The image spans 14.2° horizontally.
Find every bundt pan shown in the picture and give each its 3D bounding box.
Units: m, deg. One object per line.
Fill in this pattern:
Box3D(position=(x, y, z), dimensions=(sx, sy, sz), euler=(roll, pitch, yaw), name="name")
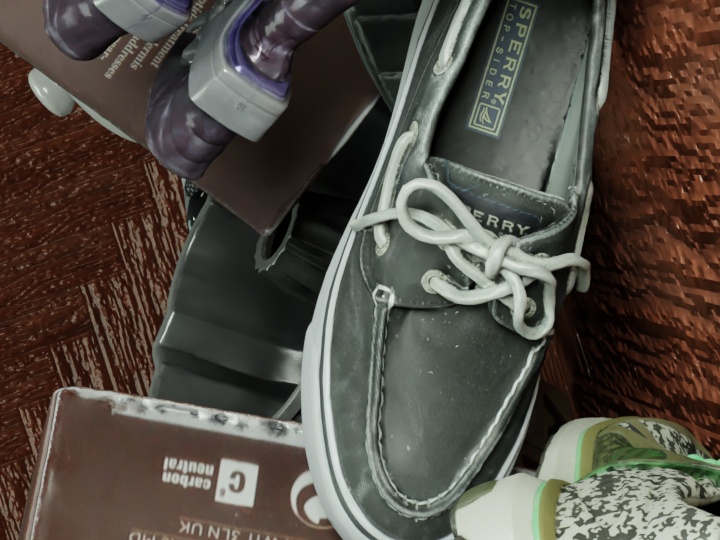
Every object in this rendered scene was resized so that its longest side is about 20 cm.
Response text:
Box3D(position=(0.000, 0.000, 1.062), dimensions=(0.202, 0.076, 0.202), euler=(-50, 26, 35), name="bundt pan")

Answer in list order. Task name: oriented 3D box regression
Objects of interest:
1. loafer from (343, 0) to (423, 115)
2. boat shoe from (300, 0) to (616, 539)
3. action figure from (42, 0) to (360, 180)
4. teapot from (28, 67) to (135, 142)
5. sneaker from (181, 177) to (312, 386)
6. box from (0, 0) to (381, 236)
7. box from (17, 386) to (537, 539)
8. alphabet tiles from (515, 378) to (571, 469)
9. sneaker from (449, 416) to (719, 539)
Box3D(position=(0.019, -0.141, 0.922), dimensions=(0.072, 0.072, 0.201), euler=(-91, -6, -81), name="loafer")
Box3D(position=(0.036, -0.011, 0.848), dimensions=(0.068, 0.073, 0.200), euler=(160, 130, -78), name="boat shoe")
Box3D(position=(-0.004, -0.103, 0.791), dimensions=(0.130, 0.200, 0.070), euler=(39, -135, -26), name="action figure")
Box3D(position=(-0.092, -0.126, 1.303), dimensions=(0.200, 0.146, 0.197), euler=(51, -173, -9), name="teapot")
Box3D(position=(-0.007, 0.025, 1.210), dimensions=(0.200, 0.078, 0.140), euler=(43, -163, -12), name="sneaker")
Box3D(position=(-0.080, -0.114, 0.971), dimensions=(0.200, 0.100, 0.075), euler=(37, -169, -10), name="box")
Box3D(position=(-0.042, 0.161, 0.937), dimensions=(0.200, 0.165, 0.165), euler=(113, 166, -62), name="box")
Box3D(position=(0.073, 0.131, 1.104), dimensions=(0.167, 0.008, 0.201), euler=(31, -133, -59), name="alphabet tiles")
Box3D(position=(0.095, 0.081, 0.845), dimensions=(0.200, 0.088, 0.077), euler=(-23, -80, -71), name="sneaker")
